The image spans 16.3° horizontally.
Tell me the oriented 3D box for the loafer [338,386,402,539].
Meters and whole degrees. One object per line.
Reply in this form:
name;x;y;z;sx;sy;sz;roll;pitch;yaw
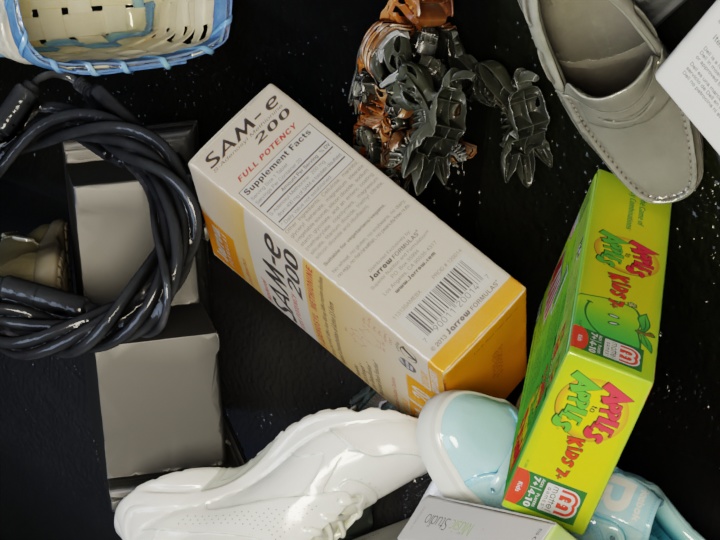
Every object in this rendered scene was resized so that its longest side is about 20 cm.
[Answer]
loafer;-0.013;0.118;1.570;0.063;0.072;0.200;53;133;27

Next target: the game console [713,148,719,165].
game console;0.273;-0.063;1.293;0.199;0.031;0.178;-19;89;44

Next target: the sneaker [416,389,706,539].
sneaker;0.124;0.123;1.371;0.200;0.074;0.082;36;145;-17

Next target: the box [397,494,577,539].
box;0.128;0.193;1.333;0.200;0.036;0.144;38;165;-22

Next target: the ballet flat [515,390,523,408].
ballet flat;0.109;0.159;1.496;0.063;0.068;0.201;-135;49;-59

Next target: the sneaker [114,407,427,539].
sneaker;-0.040;0.150;1.447;0.199;0.078;0.100;-24;57;10

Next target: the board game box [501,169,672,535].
board game box;0.124;0.039;1.347;0.047;0.200;0.102;20;121;-1

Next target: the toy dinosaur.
toy dinosaur;0.034;-0.109;1.459;0.136;0.102;0.201;47;152;43

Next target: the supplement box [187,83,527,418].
supplement box;0.000;0.000;1.452;0.200;0.074;0.126;39;164;20

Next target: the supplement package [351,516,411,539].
supplement package;0.029;0.265;1.515;0.113;0.110;0.201;-22;94;1

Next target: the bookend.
bookend;-0.128;0.022;1.568;0.199;0.091;0.201;-131;35;-75

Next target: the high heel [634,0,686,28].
high heel;0.104;-0.210;1.370;0.142;0.071;0.200;-39;84;35

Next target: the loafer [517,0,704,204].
loafer;0.130;-0.105;1.329;0.070;0.070;0.200;-23;125;18

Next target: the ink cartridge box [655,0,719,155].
ink cartridge box;0.261;-0.113;1.211;0.146;0.084;0.200;53;131;15

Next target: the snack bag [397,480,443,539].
snack bag;0.089;0.220;1.442;0.188;0.021;0.201;31;96;-2

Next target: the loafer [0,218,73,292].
loafer;-0.220;0.008;1.629;0.200;0.068;0.076;-156;61;-84

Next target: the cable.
cable;-0.181;-0.025;1.500;0.163;0.051;0.200;-42;57;-5

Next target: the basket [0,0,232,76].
basket;-0.149;-0.190;1.537;0.199;0.176;0.140;6;102;52
